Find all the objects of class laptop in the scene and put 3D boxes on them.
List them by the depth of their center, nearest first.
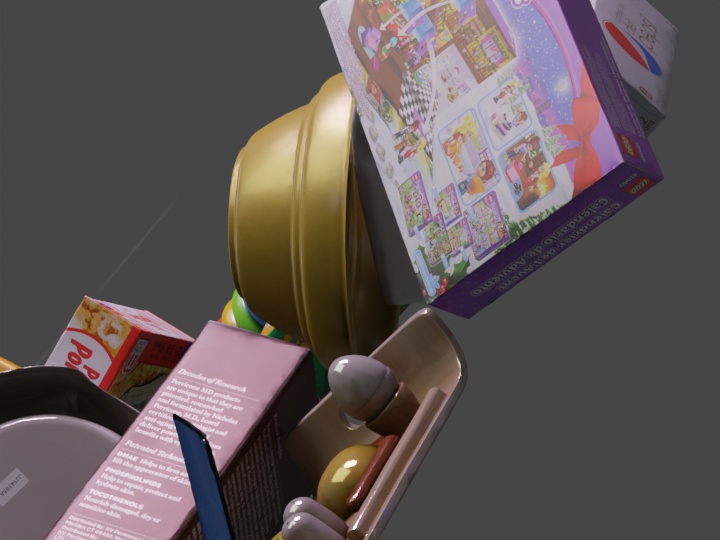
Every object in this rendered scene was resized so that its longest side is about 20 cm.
[{"bbox_3d":[-0.098,0.181,1.274,0.200,0.116,0.187,-50,6,-5],"label":"laptop"}]

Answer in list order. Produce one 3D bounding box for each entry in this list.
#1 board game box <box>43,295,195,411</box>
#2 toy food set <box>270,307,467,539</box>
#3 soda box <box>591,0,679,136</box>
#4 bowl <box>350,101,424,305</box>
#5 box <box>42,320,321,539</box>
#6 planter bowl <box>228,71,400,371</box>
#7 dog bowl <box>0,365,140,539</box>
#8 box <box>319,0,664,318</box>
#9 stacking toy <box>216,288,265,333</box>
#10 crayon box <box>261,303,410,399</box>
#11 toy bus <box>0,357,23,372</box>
[{"bbox_3d":[-0.187,0.117,1.816,0.200,0.046,0.151,-60,-11,2],"label":"board game box"},{"bbox_3d":[-0.031,0.115,1.461,0.143,0.060,0.200,-44,8,40],"label":"toy food set"},{"bbox_3d":[0.136,-0.111,1.649,0.068,0.064,0.200,-47,7,19],"label":"soda box"},{"bbox_3d":[0.054,-0.099,1.681,0.200,0.074,0.200,79,-162,-53],"label":"bowl"},{"bbox_3d":[-0.096,0.132,1.569,0.200,0.075,0.100,-52,-32,-39],"label":"box"},{"bbox_3d":[-0.029,-0.027,1.685,0.200,0.083,0.201,0,-90,-79],"label":"planter bowl"},{"bbox_3d":[-0.183,0.159,1.689,0.200,0.200,0.059,-50,-9,-12],"label":"dog bowl"},{"bbox_3d":[0.065,-0.095,1.499,0.137,0.039,0.200,-36,56,28],"label":"box"},{"bbox_3d":[-0.073,0.033,2.195,0.200,0.085,0.085,-48,5,42],"label":"stacking toy"},{"bbox_3d":[0.000,0.000,1.948,0.119,0.058,0.200,-47,7,17],"label":"crayon box"},{"bbox_3d":[-0.264,0.156,1.860,0.200,0.065,0.078,-62,-15,-12],"label":"toy bus"}]
